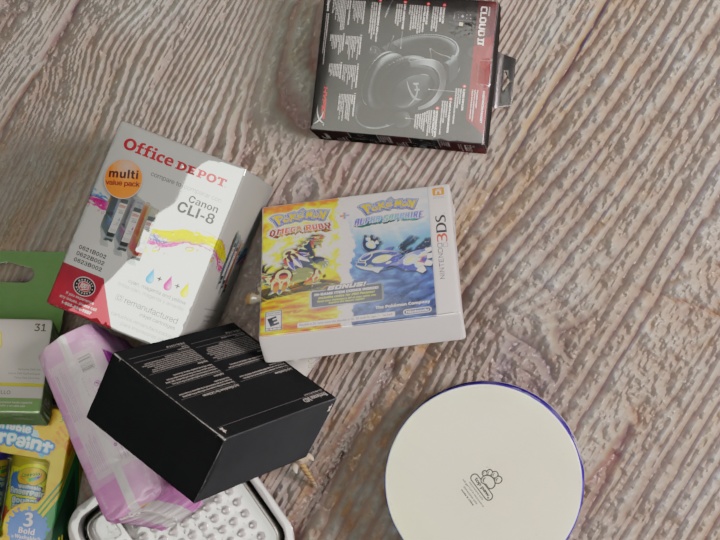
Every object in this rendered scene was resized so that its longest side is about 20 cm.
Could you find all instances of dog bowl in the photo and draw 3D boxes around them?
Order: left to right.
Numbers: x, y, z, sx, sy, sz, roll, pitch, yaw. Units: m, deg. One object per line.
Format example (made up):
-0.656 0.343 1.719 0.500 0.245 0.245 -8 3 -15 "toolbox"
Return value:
0.125 0.211 1.567 0.200 0.079 0.200 0 87 7 "dog bowl"

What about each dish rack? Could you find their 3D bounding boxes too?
-0.182 0.272 1.619 0.200 0.044 0.172 -37 82 4 "dish rack"

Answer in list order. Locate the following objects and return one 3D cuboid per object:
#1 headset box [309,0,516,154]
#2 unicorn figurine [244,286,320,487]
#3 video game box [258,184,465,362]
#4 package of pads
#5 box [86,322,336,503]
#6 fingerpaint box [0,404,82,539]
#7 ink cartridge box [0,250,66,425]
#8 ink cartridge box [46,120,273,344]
0.058 -0.203 1.601 0.200 0.077 0.149 5 88 6 "headset box"
-0.083 0.110 1.596 0.137 0.074 0.200 32 112 29 "unicorn figurine"
0.000 0.000 1.561 0.200 0.047 0.182 -7 44 5 "video game box"
-0.240 0.159 1.559 0.076 0.121 0.200 -29 71 5 "package of pads"
-0.137 0.130 1.476 0.141 0.200 0.079 32 110 22 "box"
-0.398 0.212 1.633 0.200 0.073 0.167 10 87 7 "fingerpaint box"
-0.383 0.060 1.615 0.145 0.048 0.200 1 65 4 "ink cartridge box"
-0.200 -0.030 1.588 0.145 0.145 0.200 21 88 8 "ink cartridge box"
